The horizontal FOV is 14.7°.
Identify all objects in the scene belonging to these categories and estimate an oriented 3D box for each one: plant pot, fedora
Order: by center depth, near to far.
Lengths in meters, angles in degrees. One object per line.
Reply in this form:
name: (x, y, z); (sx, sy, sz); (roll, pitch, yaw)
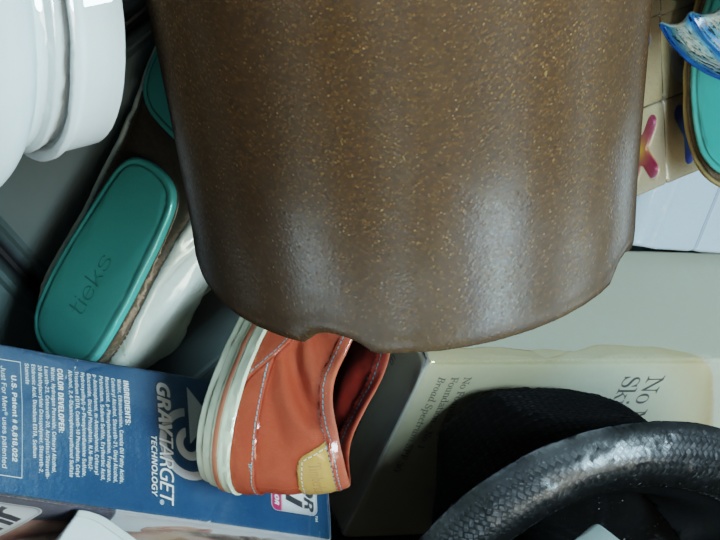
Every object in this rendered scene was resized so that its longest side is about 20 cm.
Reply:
plant pot: (0.011, -0.094, 0.904); (0.200, 0.200, 0.199); (-17, 122, -22)
fedora: (0.084, 0.108, 1.107); (0.200, 0.092, 0.201); (-13, 134, -14)

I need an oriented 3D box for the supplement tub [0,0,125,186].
supplement tub: (-0.189, -0.078, 0.884); (0.200, 0.145, 0.145); (-14, 126, -23)

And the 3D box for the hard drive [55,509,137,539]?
hard drive: (-0.090, 0.176, 1.080); (0.026, 0.132, 0.200); (-56, -177, -37)

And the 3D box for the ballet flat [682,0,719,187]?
ballet flat: (0.170, -0.125, 1.074); (0.063, 0.069, 0.200); (15, 88, -76)

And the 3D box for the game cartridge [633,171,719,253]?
game cartridge: (0.203, -0.069, 1.207); (0.200, 0.042, 0.133); (2, 123, -33)

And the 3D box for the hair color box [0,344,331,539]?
hair color box: (-0.119, 0.076, 1.057); (0.200, 0.061, 0.100); (11, 155, -37)

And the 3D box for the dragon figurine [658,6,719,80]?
dragon figurine: (0.146, -0.101, 0.992); (0.200, 0.059, 0.100); (16, 77, -27)

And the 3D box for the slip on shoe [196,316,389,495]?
slip on shoe: (0.000, 0.000, 1.059); (0.074, 0.061, 0.200); (77, 31, -57)

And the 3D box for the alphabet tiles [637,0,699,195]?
alphabet tiles: (0.121, -0.134, 1.063); (0.166, 0.006, 0.200); (-22, 114, -47)

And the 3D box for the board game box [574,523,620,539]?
board game box: (0.047, 0.210, 1.025); (0.200, 0.064, 0.148); (-40, 138, -18)

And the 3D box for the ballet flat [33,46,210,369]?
ballet flat: (-0.056, -0.044, 1.053); (0.069, 0.069, 0.200); (16, 115, -38)

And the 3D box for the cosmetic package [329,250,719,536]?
cosmetic package: (0.082, 0.050, 1.173); (0.200, 0.073, 0.104); (1, 131, -29)
